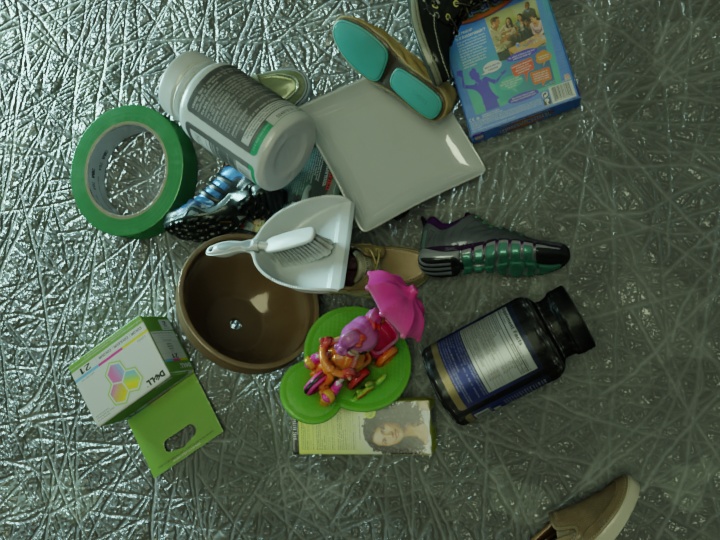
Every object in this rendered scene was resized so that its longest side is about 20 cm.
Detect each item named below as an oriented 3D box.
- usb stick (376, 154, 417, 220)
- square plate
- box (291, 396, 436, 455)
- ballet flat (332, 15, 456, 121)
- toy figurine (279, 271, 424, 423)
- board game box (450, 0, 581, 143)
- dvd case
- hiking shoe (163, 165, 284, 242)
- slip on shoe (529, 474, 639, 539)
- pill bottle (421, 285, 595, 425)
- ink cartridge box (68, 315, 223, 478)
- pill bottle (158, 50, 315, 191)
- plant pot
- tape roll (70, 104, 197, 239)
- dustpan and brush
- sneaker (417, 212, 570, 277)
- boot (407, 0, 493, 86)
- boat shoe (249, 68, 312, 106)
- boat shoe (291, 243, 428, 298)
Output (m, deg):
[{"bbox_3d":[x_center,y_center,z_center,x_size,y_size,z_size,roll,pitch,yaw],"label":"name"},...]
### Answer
[{"bbox_3d":[0.007,-0.158,0.967,0.055,0.033,0.201,-43,76,16],"label":"usb stick"},{"bbox_3d":[0.041,-0.176,0.933,0.196,0.028,0.202,-26,79,-11],"label":"square plate"},{"bbox_3d":[0.003,0.213,0.935,0.197,0.050,0.076,-5,85,15],"label":"box"},{"bbox_3d":[0.048,-0.277,0.925,0.200,0.063,0.069,42,136,6],"label":"ballet flat"},{"bbox_3d":[0.000,0.082,0.826,0.199,0.185,0.151,-31,71,-30],"label":"toy figurine"},{"bbox_3d":[0.195,-0.294,0.919,0.150,0.045,0.203,-16,82,14],"label":"board game box"},{"bbox_3d":[-0.122,-0.121,0.990,0.198,0.022,0.148,14,90,26],"label":"dvd case"},{"bbox_3d":[-0.196,-0.103,0.982,0.198,0.074,0.088,-17,59,19],"label":"hiking shoe"},{"bbox_3d":[0.263,0.324,0.848,0.060,0.076,0.201,40,104,8],"label":"slip on shoe"},{"bbox_3d":[0.187,0.104,0.861,0.198,0.112,0.113,-29,79,11],"label":"pill bottle"},{"bbox_3d":[-0.317,0.190,1.009,0.147,0.076,0.201,-34,77,10],"label":"ink cartridge box"},{"bbox_3d":[-0.166,-0.203,0.901,0.199,0.113,0.114,36,96,18],"label":"pill bottle"},{"bbox_3d":[-0.164,0.058,0.946,0.202,0.200,0.093,55,141,12],"label":"plant pot"},{"bbox_3d":[-0.353,-0.152,1.056,0.197,0.048,0.204,-1,86,15],"label":"tape roll"},{"bbox_3d":[-0.111,-0.030,0.882,0.198,0.057,0.141,-11,57,29],"label":"dustpan and brush"},{"bbox_3d":[0.175,-0.044,0.898,0.197,0.075,0.089,0,63,5],"label":"sneaker"},{"bbox_3d":[0.139,-0.342,0.864,0.152,0.074,0.206,-12,64,14],"label":"boot"},{"bbox_3d":[-0.169,-0.248,0.998,0.197,0.062,0.073,-16,90,8],"label":"boat shoe"},{"bbox_3d":[0.000,0.000,0.924,0.197,0.066,0.075,-6,81,-2],"label":"boat shoe"}]
